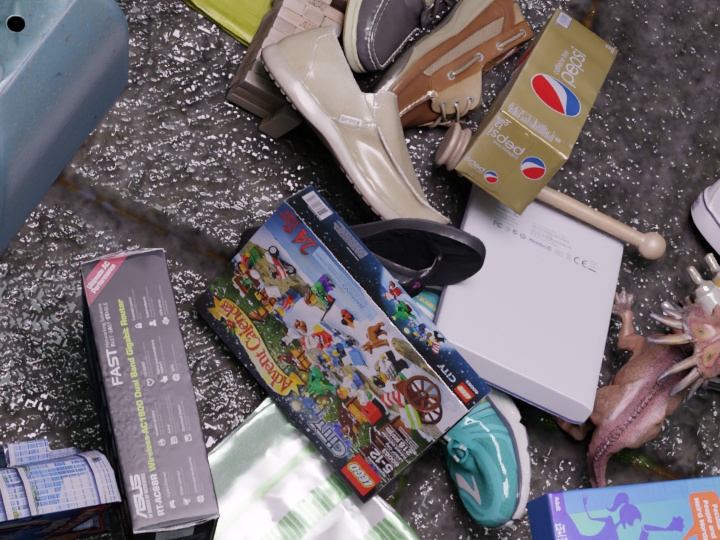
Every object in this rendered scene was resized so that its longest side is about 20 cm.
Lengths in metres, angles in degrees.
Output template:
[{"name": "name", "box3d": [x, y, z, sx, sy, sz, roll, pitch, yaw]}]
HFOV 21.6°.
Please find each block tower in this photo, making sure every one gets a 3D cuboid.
[{"name": "block tower", "box3d": [-0.041, -0.208, 1.497, 0.058, 0.054, 0.200, 27, 71, -16]}]

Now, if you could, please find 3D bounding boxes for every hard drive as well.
[{"name": "hard drive", "box3d": [0.131, 0.015, 1.458, 0.132, 0.025, 0.200, 25, 45, -7]}]

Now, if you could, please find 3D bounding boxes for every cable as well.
[{"name": "cable", "box3d": [0.316, 0.085, 1.514, 0.200, 0.050, 0.097, 46, 63, 3]}]

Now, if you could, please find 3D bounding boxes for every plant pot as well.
[{"name": "plant pot", "box3d": [-0.284, -0.160, 1.349, 0.196, 0.200, 0.197, 34, 68, -2]}]

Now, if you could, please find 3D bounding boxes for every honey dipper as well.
[{"name": "honey dipper", "box3d": [0.153, -0.056, 1.491, 0.200, 0.038, 0.038, 27, 69, -9]}]

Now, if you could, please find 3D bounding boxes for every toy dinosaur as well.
[{"name": "toy dinosaur", "box3d": [0.217, 0.093, 1.430, 0.086, 0.136, 0.200, 32, 88, -10]}]

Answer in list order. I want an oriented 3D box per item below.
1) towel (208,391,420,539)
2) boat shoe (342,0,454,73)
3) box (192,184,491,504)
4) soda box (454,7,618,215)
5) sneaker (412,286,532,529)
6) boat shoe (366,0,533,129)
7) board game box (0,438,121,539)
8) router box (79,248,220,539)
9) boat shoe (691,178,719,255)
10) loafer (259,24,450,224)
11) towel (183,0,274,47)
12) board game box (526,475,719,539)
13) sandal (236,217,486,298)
[{"name": "towel", "box3d": [-0.044, 0.206, 1.398, 0.153, 0.023, 0.200, -43, 88, -21]}, {"name": "boat shoe", "box3d": [0.050, -0.238, 1.502, 0.066, 0.072, 0.201, 12, 57, 27]}, {"name": "box", "box3d": [-0.016, 0.056, 1.379, 0.200, 0.137, 0.038, 49, 39, 6]}, {"name": "soda box", "box3d": [0.140, -0.127, 1.472, 0.064, 0.068, 0.200, 36, 35, -2]}, {"name": "sneaker", "box3d": [0.063, 0.105, 1.421, 0.080, 0.077, 0.200, -3, 62, -46]}, {"name": "boat shoe", "box3d": [0.067, -0.154, 1.509, 0.074, 0.076, 0.200, 45, 69, -2]}, {"name": "board game box", "box3d": [-0.250, 0.158, 1.289, 0.200, 0.200, 0.062, -8, 76, -32]}, {"name": "router box", "box3d": [-0.150, 0.104, 1.320, 0.062, 0.150, 0.200, -10, 70, -11]}, {"name": "boat shoe", "box3d": [0.359, -0.002, 1.536, 0.200, 0.066, 0.072, 50, 37, 8]}, {"name": "loafer", "box3d": [0.007, -0.103, 1.418, 0.068, 0.076, 0.200, -39, 94, 3]}, {"name": "towel", "box3d": [-0.057, -0.272, 1.541, 0.086, 0.018, 0.200, 34, 69, -2]}, {"name": "board game box", "box3d": [0.219, 0.214, 1.239, 0.200, 0.045, 0.152, -4, 74, -18]}, {"name": "sandal", "box3d": [0.000, 0.001, 1.406, 0.200, 0.075, 0.048, -2, 58, 25]}]
